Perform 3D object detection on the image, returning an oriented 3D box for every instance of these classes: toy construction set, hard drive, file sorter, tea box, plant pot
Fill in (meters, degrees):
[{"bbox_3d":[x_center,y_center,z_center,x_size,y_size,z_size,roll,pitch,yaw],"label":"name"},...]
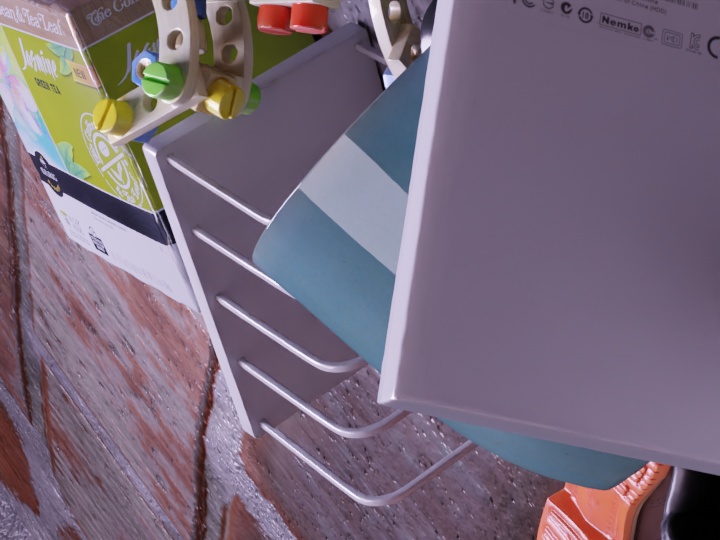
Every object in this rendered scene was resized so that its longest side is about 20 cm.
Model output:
[{"bbox_3d":[-0.033,-0.119,0.942,0.200,0.131,0.092,6,177,22],"label":"toy construction set"},{"bbox_3d":[0.084,-0.041,0.650,0.027,0.132,0.200,150,131,-69],"label":"hard drive"},{"bbox_3d":[0.000,0.000,1.034,0.125,0.139,0.200,31,147,46],"label":"file sorter"},{"bbox_3d":[-0.119,-0.108,1.154,0.200,0.134,0.197,23,139,57],"label":"tea box"},{"bbox_3d":[0.085,-0.014,0.757,0.161,0.201,0.201,47,158,4],"label":"plant pot"}]

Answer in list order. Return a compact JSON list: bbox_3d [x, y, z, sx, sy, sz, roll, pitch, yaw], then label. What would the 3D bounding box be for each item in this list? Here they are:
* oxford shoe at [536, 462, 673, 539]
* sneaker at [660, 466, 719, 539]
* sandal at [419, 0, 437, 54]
[{"bbox_3d":[0.142,0.088,0.948,0.071,0.073,0.200,54,143,39],"label":"oxford shoe"},{"bbox_3d":[0.178,0.129,0.832,0.071,0.098,0.201,8,119,58],"label":"sneaker"},{"bbox_3d":[0.069,-0.042,0.914,0.048,0.075,0.201,16,125,54],"label":"sandal"}]
